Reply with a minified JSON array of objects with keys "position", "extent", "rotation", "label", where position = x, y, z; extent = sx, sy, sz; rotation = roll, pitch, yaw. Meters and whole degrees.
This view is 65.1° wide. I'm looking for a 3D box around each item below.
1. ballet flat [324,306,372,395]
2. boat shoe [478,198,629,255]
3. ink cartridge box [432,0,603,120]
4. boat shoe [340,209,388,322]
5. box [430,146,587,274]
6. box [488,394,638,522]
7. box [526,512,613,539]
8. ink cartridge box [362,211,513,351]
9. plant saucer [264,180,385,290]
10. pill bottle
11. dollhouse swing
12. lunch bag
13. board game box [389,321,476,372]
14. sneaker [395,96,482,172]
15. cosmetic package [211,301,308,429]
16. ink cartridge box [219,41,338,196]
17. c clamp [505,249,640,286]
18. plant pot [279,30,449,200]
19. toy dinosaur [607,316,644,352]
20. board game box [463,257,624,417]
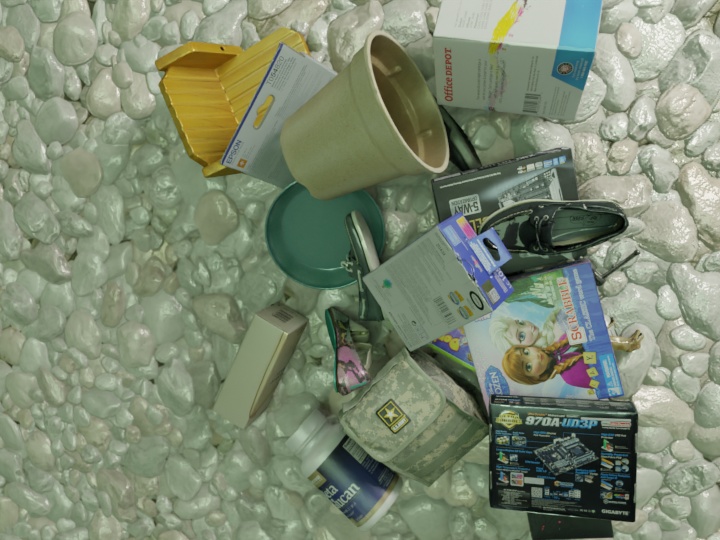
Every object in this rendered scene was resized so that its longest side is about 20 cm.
[{"position":[-0.016,0.125,0.918],"extent":[0.071,0.200,0.070],"rotation":[-9,120,-4],"label":"ballet flat"},{"position":[0.263,-0.056,0.766],"extent":[0.198,0.066,0.075],"rotation":[-2,107,5],"label":"boat shoe"},{"position":[0.210,-0.316,0.767],"extent":[0.198,0.147,0.147],"rotation":[11,74,14],"label":"ink cartridge box"},{"position":[0.000,0.000,0.909],"extent":[0.061,0.073,0.201],"rotation":[-12,119,12],"label":"boat shoe"},{"position":[0.215,-0.079,0.825],"extent":[0.198,0.050,0.159],"rotation":[-12,104,8],"label":"box"},{"position":[0.283,0.263,0.800],"extent":[0.198,0.046,0.160],"rotation":[-1,98,15],"label":"box"},{"position":[0.310,0.299,0.879],"extent":[0.121,0.106,0.202],"rotation":[-11,96,17],"label":"box"},{"position":[0.117,0.014,0.796],"extent":[0.200,0.076,0.137],"rotation":[-35,88,45],"label":"ink cartridge box"},{"position":[-0.058,-0.065,0.938],"extent":[0.198,0.036,0.201],"rotation":[0,113,0],"label":"plant saucer"},{"position":[-0.033,0.339,0.980],"extent":[0.200,0.111,0.111],"rotation":[42,107,6],"label":"pill bottle"},{"position":[-0.181,-0.282,0.904],"extent":[0.175,0.181,0.201],"rotation":[-21,92,35],"label":"dollhouse swing"},{"position":[0.084,0.226,0.888],"extent":[0.200,0.118,0.164],"rotation":[35,109,-26],"label":"lunch bag"},{"position":[0.164,0.072,0.911],"extent":[0.199,0.045,0.135],"rotation":[28,107,13],"label":"board game box"},{"position":[0.097,-0.206,0.880],"extent":[0.114,0.076,0.200],"rotation":[-43,83,19],"label":"sneaker"},{"position":[-0.176,0.165,0.999],"extent":[0.073,0.104,0.201],"rotation":[28,106,9],"label":"cosmetic package"},{"position":[-0.101,-0.225,0.874],"extent":[0.041,0.199,0.200],"rotation":[46,110,39],"label":"ink cartridge box"},{"position":[0.292,-0.034,0.878],"extent":[0.200,0.027,0.171],"rotation":[42,112,5],"label":"c clamp"},{"position":[-0.004,-0.192,0.789],"extent":[0.183,0.200,0.202],"rotation":[-23,92,31],"label":"plant pot"},{"position":[0.333,0.124,0.871],"extent":[0.199,0.058,0.102],"rotation":[-27,92,18],"label":"toy dinosaur"},{"position":[0.261,0.103,0.836],"extent":[0.198,0.041,0.201],"rotation":[-16,95,20],"label":"board game box"}]
